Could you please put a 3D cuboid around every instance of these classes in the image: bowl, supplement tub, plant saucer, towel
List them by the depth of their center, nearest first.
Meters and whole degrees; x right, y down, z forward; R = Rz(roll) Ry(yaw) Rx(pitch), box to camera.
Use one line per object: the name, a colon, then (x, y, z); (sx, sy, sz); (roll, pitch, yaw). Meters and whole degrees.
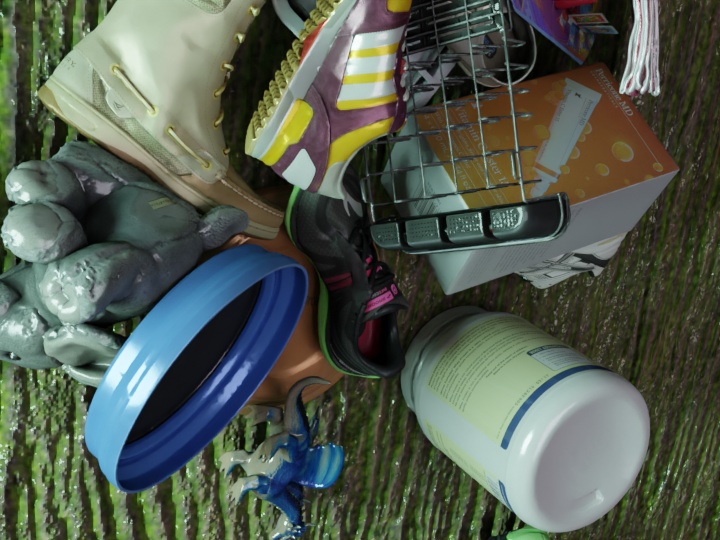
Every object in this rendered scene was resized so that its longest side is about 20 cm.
bowl: (-0.115, 0.067, 0.715); (0.201, 0.039, 0.201); (-49, 165, -18)
towel: (0.227, -0.220, 0.831); (0.030, 0.200, 0.147); (-1, 102, 14)
plant saucer: (-0.067, 0.030, 0.838); (0.200, 0.032, 0.201); (-12, 115, -27)
supplement tub: (0.139, 0.123, 0.895); (0.145, 0.200, 0.145); (-12, 115, -27)

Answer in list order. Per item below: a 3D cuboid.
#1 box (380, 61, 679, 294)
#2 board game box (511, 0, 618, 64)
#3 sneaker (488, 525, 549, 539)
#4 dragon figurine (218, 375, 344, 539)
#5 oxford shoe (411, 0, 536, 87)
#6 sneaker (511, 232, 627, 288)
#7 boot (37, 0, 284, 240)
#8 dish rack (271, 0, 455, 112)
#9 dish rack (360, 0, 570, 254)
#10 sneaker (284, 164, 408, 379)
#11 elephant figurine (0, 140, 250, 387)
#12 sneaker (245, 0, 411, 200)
box: (0.139, -0.080, 0.843); (0.200, 0.124, 0.098); (-19, 156, -24)
board game box: (0.174, -0.262, 0.804); (0.200, 0.039, 0.158); (15, 79, -55)
sneaker: (0.154, 0.359, 1.081); (0.084, 0.077, 0.200); (1, 110, -9)
dragon figurine: (-0.053, 0.153, 0.857); (0.099, 0.059, 0.200); (10, 121, -36)
oxford shoe: (0.070, -0.208, 0.757); (0.200, 0.058, 0.075); (39, 88, -35)
sneaker: (0.154, -0.016, 0.928); (0.200, 0.076, 0.088); (-4, 134, -18)
boot: (-0.105, -0.127, 0.725); (0.200, 0.073, 0.156); (35, 89, -25)
dish rack: (0.030, -0.236, 0.783); (0.172, 0.044, 0.200); (40, 87, -35)
dish rack: (0.061, -0.112, 0.718); (0.055, 0.153, 0.200); (-11, 94, -50)
sneaker: (0.000, 0.000, 0.791); (0.077, 0.084, 0.200); (-36, 126, -30)
elephant figurine: (-0.203, 0.018, 0.697); (0.155, 0.142, 0.200); (34, 130, -2)
sneaker: (0.005, -0.145, 0.685); (0.090, 0.075, 0.200); (30, 106, -20)
